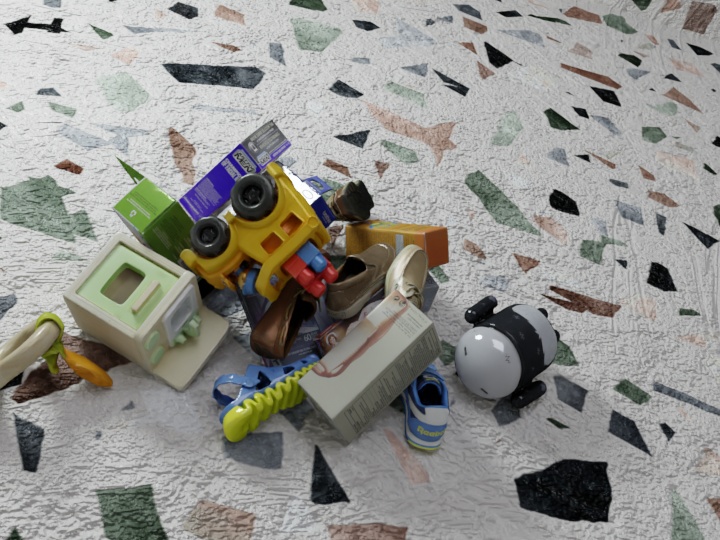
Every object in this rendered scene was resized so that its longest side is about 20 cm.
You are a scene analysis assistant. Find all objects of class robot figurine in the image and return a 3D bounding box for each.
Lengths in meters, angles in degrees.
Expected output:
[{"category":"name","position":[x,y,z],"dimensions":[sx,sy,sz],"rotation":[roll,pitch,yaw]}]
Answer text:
[{"category":"robot figurine","position":[0.239,0.130,1.500],"dimensions":[0.149,0.126,0.199],"rotation":[30,38,33]}]

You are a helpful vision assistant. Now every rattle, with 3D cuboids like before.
[{"category":"rattle","position":[-0.461,0.164,1.241],"dimensions":[0.129,0.144,0.201],"rotation":[4,43,37]}]

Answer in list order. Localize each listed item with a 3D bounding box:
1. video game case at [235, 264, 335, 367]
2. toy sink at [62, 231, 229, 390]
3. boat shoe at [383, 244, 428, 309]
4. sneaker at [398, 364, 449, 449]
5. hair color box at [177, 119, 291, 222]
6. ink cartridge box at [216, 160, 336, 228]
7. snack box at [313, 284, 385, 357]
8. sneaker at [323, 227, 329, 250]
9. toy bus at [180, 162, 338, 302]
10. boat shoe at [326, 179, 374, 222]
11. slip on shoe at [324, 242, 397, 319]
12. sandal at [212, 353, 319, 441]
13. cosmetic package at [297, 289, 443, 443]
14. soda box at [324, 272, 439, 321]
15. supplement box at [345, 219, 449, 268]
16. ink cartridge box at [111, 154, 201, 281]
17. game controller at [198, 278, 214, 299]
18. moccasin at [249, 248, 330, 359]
[{"category":"video game case","position":[-0.114,0.064,1.451],"dimensions":[0.141,0.019,0.202],"rotation":[-13,73,-35]},{"category":"toy sink","position":[-0.306,0.057,1.334],"dimensions":[0.198,0.113,0.131],"rotation":[30,63,14]},{"category":"boat shoe","position":[0.073,0.051,1.465],"dimensions":[0.072,0.065,0.202],"rotation":[35,66,-30]},{"category":"sneaker","position":[0.095,0.176,1.414],"dimensions":[0.073,0.083,0.201],"rotation":[3,39,-17]},{"category":"hair color box","position":[-0.221,-0.171,1.613],"dimensions":[0.065,0.199,0.109],"rotation":[49,40,-7]},{"category":"ink cartridge box","position":[-0.138,-0.092,1.553],"dimensions":[0.200,0.076,0.136],"rotation":[-45,53,-7]},{"category":"snack box","position":[0.013,0.087,1.474],"dimensions":[0.199,0.024,0.073],"rotation":[-37,105,-34]},{"category":"sneaker","position":[-0.110,-0.043,1.606],"dimensions":[0.103,0.076,0.201],"rotation":[12,35,-6]},{"category":"toy bus","position":[-0.134,-0.023,1.355],"dimensions":[0.200,0.136,0.192],"rotation":[-43,77,-3]},{"category":"boat shoe","position":[-0.025,-0.118,1.697],"dimensions":[0.076,0.073,0.200],"rotation":[64,11,-2]},{"category":"slip on shoe","position":[0.000,0.000,1.488],"dimensions":[0.075,0.061,0.200],"rotation":[7,35,31]},{"category":"sandal","position":[-0.137,0.164,1.334],"dimensions":[0.087,0.080,0.199],"rotation":[41,41,25]},{"category":"cosmetic package","position":[0.017,0.139,1.336],"dimensions":[0.200,0.104,0.087],"rotation":[-42,59,-13]},{"category":"soda box","position":[0.032,0.042,1.566],"dimensions":[0.198,0.064,0.069],"rotation":[-10,47,-32]},{"category":"supplement box","position":[0.061,-0.047,1.609],"dimensions":[0.066,0.070,0.198],"rotation":[-15,14,-42]},{"category":"ink cartridge box","position":[-0.329,-0.076,1.451],"dimensions":[0.076,0.148,0.199],"rotation":[-45,49,-14]},{"category":"game controller","position":[-0.288,0.013,1.487],"dimensions":[0.103,0.042,0.200],"rotation":[27,38,11]},{"category":"moccasin","position":[-0.093,0.049,1.400],"dimensions":[0.077,0.074,0.202],"rotation":[14,49,22]}]
